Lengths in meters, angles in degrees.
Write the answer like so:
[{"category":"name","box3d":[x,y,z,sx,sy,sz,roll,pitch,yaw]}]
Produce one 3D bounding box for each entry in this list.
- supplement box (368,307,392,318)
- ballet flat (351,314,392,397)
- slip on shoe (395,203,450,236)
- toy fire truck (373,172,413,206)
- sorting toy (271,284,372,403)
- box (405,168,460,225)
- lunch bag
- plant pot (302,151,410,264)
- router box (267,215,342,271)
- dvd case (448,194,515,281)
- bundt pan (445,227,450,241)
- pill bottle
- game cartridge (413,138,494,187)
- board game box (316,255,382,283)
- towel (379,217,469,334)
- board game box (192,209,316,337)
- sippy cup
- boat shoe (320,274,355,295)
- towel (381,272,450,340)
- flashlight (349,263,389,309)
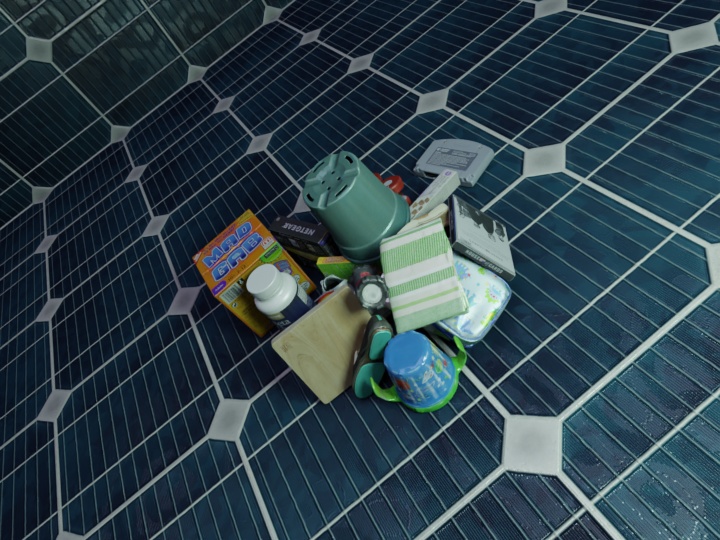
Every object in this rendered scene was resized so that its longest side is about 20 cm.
[{"category":"supplement box","box3d":[-0.016,0.117,1.206,0.199,0.069,0.067,-36,30,-3]},{"category":"ballet flat","box3d":[0.023,0.173,1.081,0.067,0.201,0.069,4,35,-21]},{"category":"slip on shoe","box3d":[0.138,-0.077,1.148,0.199,0.076,0.061,-33,71,-31]},{"category":"toy fire truck","box3d":[0.036,-0.155,1.352,0.168,0.112,0.199,-46,35,-19]},{"category":"sorting toy","box3d":[-0.060,0.151,1.128,0.198,0.200,0.070,-37,27,-1]},{"category":"box","box3d":[0.163,-0.163,1.249,0.039,0.042,0.200,25,65,43]},{"category":"lunch bag","box3d":[0.192,0.051,1.081,0.199,0.083,0.161,35,76,15]},{"category":"plant pot","box3d":[-0.019,-0.150,1.177,0.199,0.196,0.202,-19,52,26]},{"category":"router box","box3d":[-0.127,-0.061,1.364,0.199,0.158,0.052,18,65,39]},{"category":"dvd case","box3d":[0.258,-0.076,1.123,0.025,0.150,0.201,-53,15,34]},{"category":"bundt pan","box3d":[0.164,-0.067,1.250,0.200,0.076,0.203,-16,48,19]},{"category":"pill bottle","box3d":[-0.185,0.076,1.254,0.110,0.200,0.112,-17,47,19]},{"category":"game cartridge","box3d":[0.255,-0.298,1.413,0.199,0.041,0.134,23,72,41]},{"category":"board game box","box3d":[0.000,0.000,1.270,0.198,0.096,0.030,0,55,26]},{"category":"towel","box3d":[0.121,0.010,1.043,0.151,0.023,0.202,-19,70,17]},{"category":"board game box","box3d":[-0.278,0.007,1.369,0.200,0.200,0.200,-42,44,-5]},{"category":"sippy cup","box3d":[0.111,0.190,1.028,0.139,0.131,0.178,23,67,41]},{"category":"boat shoe","box3d":[-0.057,0.042,1.244,0.070,0.072,0.201,-38,13,-13]},{"category":"towel","box3d":[0.139,0.047,1.147,0.199,0.031,0.150,28,77,14]},{"category":"flashlight","box3d":[0.018,0.026,1.087,0.068,0.067,0.200,-62,7,10]}]
